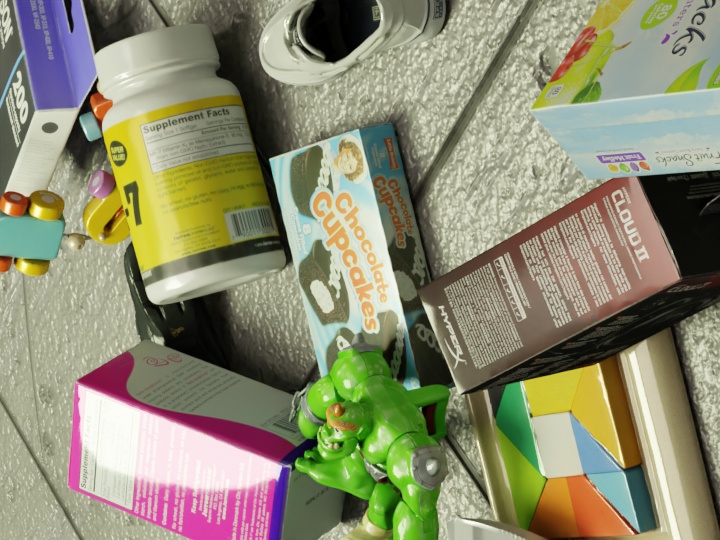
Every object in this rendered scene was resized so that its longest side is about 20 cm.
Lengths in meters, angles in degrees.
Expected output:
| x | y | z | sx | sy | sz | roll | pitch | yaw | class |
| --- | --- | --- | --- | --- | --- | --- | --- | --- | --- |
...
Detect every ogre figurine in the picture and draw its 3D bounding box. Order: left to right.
| x | y | z | sx | sy | sz | roll | pitch | yaw | class |
| --- | --- | --- | --- | --- | --- | --- | --- | --- | --- |
| 0.011 | 0.131 | 1.651 | 0.200 | 0.098 | 0.120 | -98 | 20 | -52 | ogre figurine |

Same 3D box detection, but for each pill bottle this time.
| x | y | z | sx | sy | sz | roll | pitch | yaw | class |
| --- | --- | --- | --- | --- | --- | --- | --- | --- | --- |
| -0.136 | -0.083 | 1.805 | 0.114 | 0.114 | 0.200 | -21 | 83 | 52 | pill bottle |

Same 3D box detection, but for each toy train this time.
| x | y | z | sx | sy | sz | roll | pitch | yaw | class |
| --- | --- | --- | --- | --- | --- | --- | --- | --- | --- |
| -0.242 | -0.082 | 1.910 | 0.150 | 0.200 | 0.056 | 63 | -179 | -37 | toy train |

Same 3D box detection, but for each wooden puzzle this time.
| x | y | z | sx | sy | sz | roll | pitch | yaw | class |
| --- | --- | --- | --- | --- | --- | --- | --- | --- | --- |
| 0.144 | 0.114 | 1.569 | 0.200 | 0.037 | 0.185 | -15 | 88 | 52 | wooden puzzle |

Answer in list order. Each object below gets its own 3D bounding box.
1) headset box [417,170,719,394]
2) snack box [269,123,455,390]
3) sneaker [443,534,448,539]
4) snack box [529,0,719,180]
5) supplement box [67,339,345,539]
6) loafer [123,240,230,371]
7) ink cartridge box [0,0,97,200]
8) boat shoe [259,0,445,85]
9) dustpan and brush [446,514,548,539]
| x | y | z | sx | sy | sz | roll | pitch | yaw | class |
| --- | --- | --- | --- | --- | --- | --- | --- | --- | --- |
| 0.160 | -0.002 | 1.402 | 0.200 | 0.149 | 0.077 | -32 | 75 | 39 | headset box |
| 0.000 | 0.000 | 1.718 | 0.116 | 0.037 | 0.200 | -15 | 88 | 51 | snack box |
| 0.065 | 0.277 | 1.686 | 0.105 | 0.076 | 0.201 | 5 | 105 | 52 | sneaker |
| 0.212 | -0.146 | 1.284 | 0.068 | 0.200 | 0.168 | 46 | 153 | -27 | snack box |
| -0.119 | 0.142 | 1.807 | 0.200 | 0.101 | 0.104 | 21 | 118 | 24 | supplement box |
| -0.146 | 0.063 | 1.910 | 0.070 | 0.068 | 0.201 | -113 | 7 | -82 | loafer |
| -0.286 | -0.174 | 1.984 | 0.200 | 0.043 | 0.198 | -58 | 37 | 42 | ink cartridge box |
| -0.024 | -0.177 | 1.674 | 0.200 | 0.065 | 0.074 | -19 | 85 | 52 | boat shoe |
| 0.150 | 0.245 | 1.560 | 0.199 | 0.057 | 0.140 | 4 | 109 | 14 | dustpan and brush |
